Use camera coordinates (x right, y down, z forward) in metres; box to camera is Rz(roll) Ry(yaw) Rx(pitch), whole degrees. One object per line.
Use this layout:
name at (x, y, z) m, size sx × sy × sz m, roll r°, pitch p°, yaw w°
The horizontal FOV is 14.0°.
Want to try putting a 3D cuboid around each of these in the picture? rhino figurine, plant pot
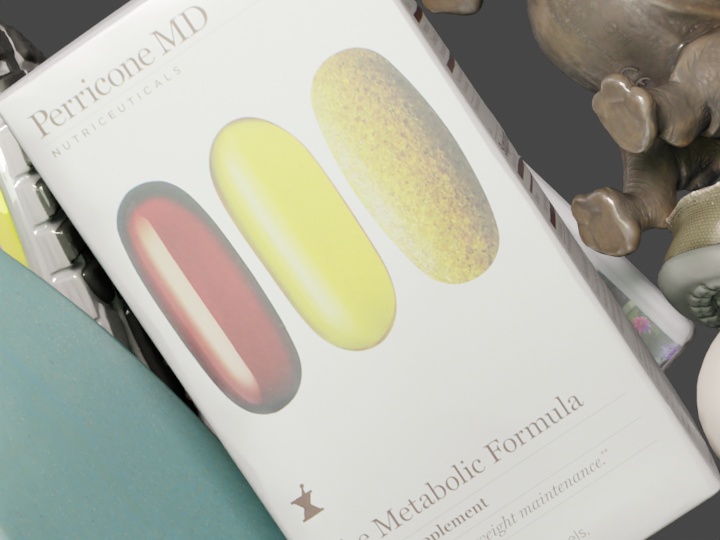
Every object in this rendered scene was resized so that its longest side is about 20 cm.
rhino figurine at (0.058, -0.108, 0.887) m, size 0.060 × 0.087 × 0.201 m, roll -36°, pitch 83°, yaw 47°
plant pot at (-0.100, 0.104, 0.818) m, size 0.141 × 0.141 × 0.201 m, roll -27°, pitch 100°, yaw 24°

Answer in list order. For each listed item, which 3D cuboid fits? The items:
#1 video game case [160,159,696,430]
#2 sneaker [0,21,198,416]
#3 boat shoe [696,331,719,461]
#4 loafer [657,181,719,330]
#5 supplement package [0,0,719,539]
video game case at (-0.026, 0.016, 0.931) m, size 0.200 × 0.023 × 0.182 m, roll 44°, pitch 98°, yaw 6°
sneaker at (-0.114, 0.013, 0.895) m, size 0.090 × 0.078 × 0.201 m, roll -19°, pitch 89°, yaw 12°
boat shoe at (0.196, 0.062, 0.824) m, size 0.199 × 0.093 × 0.075 m, roll 24°, pitch 78°, yaw -20°
loafer at (0.175, -0.039, 0.869) m, size 0.199 × 0.075 × 0.070 m, roll -19°, pitch 71°, yaw -9°
supplement package at (0.000, 0.000, 0.843) m, size 0.113 × 0.110 × 0.200 m, roll -34°, pitch 96°, yaw 5°
